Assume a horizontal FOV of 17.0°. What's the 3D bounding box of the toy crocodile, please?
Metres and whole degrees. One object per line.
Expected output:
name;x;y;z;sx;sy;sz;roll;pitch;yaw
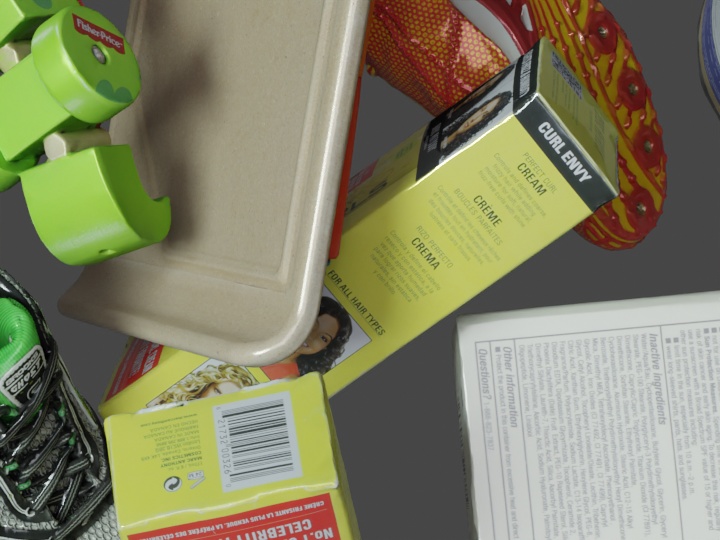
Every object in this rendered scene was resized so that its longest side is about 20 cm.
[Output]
toy crocodile;-0.125;-0.094;0.825;0.068;0.062;0.200;-33;84;29

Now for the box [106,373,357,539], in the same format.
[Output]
box;-0.029;0.123;0.825;0.075;0.200;0.050;-11;45;-1

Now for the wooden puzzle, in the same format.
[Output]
wooden puzzle;-0.041;-0.070;0.858;0.037;0.185;0.200;15;88;-29

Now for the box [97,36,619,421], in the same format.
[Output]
box;0.000;0.000;0.865;0.200;0.075;0.050;-36;104;18

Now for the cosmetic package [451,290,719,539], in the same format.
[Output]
cosmetic package;0.137;0.059;0.891;0.200;0.073;0.104;-4;84;0

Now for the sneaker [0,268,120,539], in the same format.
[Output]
sneaker;-0.129;0.054;0.826;0.200;0.085;0.078;51;60;-23

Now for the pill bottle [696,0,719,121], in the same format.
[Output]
pill bottle;0.183;-0.097;0.842;0.112;0.200;0.112;0;84;1

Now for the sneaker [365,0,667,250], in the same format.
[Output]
sneaker;0.043;-0.088;0.918;0.200;0.077;0.073;50;52;-7
